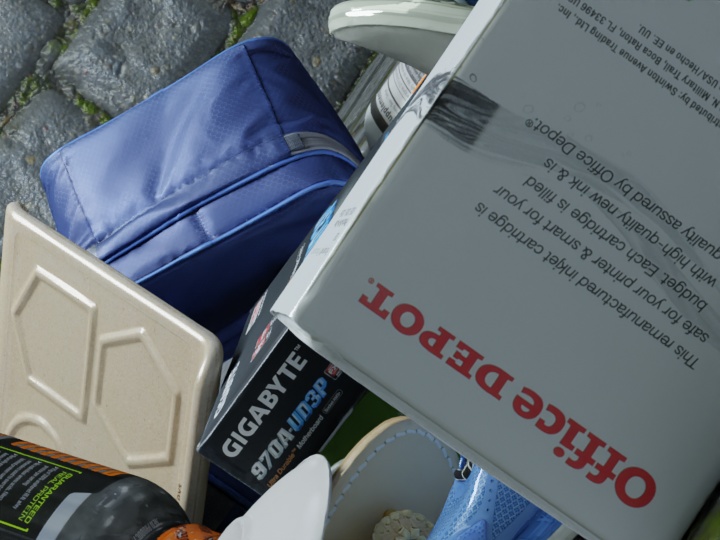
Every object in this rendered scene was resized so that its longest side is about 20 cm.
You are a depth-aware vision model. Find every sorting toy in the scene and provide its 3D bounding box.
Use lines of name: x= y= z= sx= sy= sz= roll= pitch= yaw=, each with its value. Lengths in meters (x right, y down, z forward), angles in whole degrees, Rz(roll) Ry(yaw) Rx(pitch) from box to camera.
sorting toy: x=-0.129 y=0.082 z=1.016 sx=0.036 sy=0.200 sz=0.186 roll=-10 pitch=-61 yaw=-37

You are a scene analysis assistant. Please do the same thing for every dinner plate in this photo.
dinner plate: x=-0.062 y=0.159 z=0.766 sx=0.201 sy=0.024 sz=0.200 roll=-63 pitch=8 yaw=15

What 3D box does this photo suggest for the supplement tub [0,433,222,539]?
supplement tub: x=-0.160 y=0.138 z=0.911 sx=0.123 sy=0.199 sz=0.123 roll=-44 pitch=-39 yaw=-50

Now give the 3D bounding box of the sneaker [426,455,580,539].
sneaker: x=0.058 y=0.042 z=0.762 sx=0.200 sy=0.089 sz=0.079 roll=-61 pitch=8 yaw=-28

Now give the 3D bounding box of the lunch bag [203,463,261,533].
lunch bag: x=-0.120 y=0.166 z=1.148 sx=0.200 sy=0.136 sz=0.132 roll=-52 pitch=7 yaw=14

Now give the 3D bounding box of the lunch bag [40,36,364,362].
lunch bag: x=-0.088 y=-0.023 z=1.201 sx=0.200 sy=0.133 sz=0.136 roll=-31 pitch=-31 yaw=6

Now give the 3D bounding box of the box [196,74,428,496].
box: x=0.000 y=0.000 z=0.915 sx=0.159 sy=0.046 sz=0.200 roll=-53 pitch=6 yaw=15

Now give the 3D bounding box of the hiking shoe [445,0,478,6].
hiking shoe: x=0.074 y=-0.154 z=1.026 sx=0.086 sy=0.201 sz=0.074 roll=-22 pitch=-15 yaw=17

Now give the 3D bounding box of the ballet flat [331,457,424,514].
ballet flat: x=-0.020 y=0.172 z=0.822 sx=0.201 sy=0.067 sz=0.064 roll=-65 pitch=-25 yaw=-6

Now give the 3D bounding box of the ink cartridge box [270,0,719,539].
ink cartridge box: x=0.083 y=-0.025 z=0.663 sx=0.200 sy=0.146 sz=0.084 roll=-55 pitch=7 yaw=-4

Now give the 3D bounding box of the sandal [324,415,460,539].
sandal: x=0.002 y=0.159 z=0.751 sx=0.070 sy=0.078 sz=0.212 roll=6 pitch=66 yaw=60

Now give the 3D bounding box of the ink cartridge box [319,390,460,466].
ink cartridge box: x=0.057 y=0.018 z=0.943 sx=0.148 sy=0.076 sz=0.200 roll=-48 pitch=11 yaw=46

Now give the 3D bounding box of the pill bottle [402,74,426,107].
pill bottle: x=0.091 y=-0.092 z=1.112 sx=0.200 sy=0.109 sz=0.110 roll=-53 pitch=7 yaw=14

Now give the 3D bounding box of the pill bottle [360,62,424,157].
pill bottle: x=0.074 y=-0.101 z=1.263 sx=0.200 sy=0.116 sz=0.116 roll=-53 pitch=7 yaw=21

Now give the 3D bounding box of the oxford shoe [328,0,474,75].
oxford shoe: x=0.076 y=-0.086 z=0.911 sx=0.075 sy=0.199 sz=0.058 roll=-14 pitch=-63 yaw=-73
